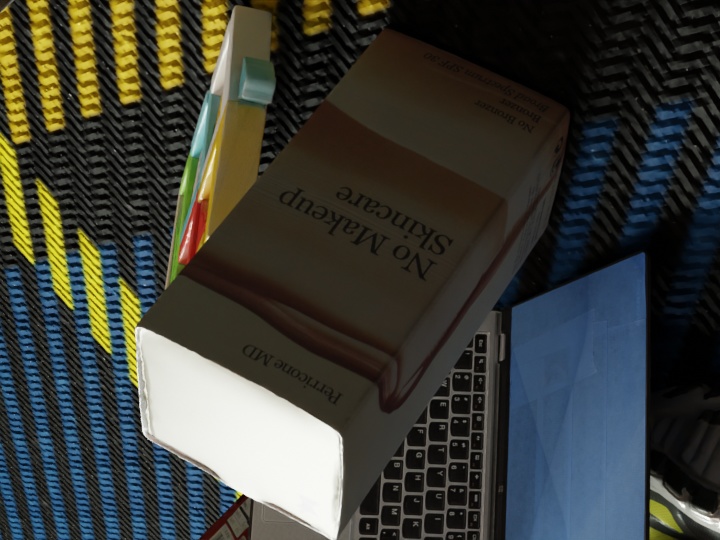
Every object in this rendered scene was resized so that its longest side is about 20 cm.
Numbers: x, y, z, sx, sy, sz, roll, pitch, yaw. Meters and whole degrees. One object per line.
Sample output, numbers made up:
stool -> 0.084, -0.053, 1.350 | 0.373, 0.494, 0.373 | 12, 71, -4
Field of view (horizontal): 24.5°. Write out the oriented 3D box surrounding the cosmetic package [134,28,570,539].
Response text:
cosmetic package -> 0.000, 0.000, 0.717 | 0.103, 0.200, 0.087 | 25, 146, 15

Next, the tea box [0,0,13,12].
tea box -> -0.241, -0.215, 0.751 | 0.199, 0.134, 0.197 | 3, 134, 42

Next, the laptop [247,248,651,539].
laptop -> 0.035, 0.094, 0.784 | 0.199, 0.188, 0.116 | 1, 162, 9

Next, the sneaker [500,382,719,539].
sneaker -> 0.162, 0.102, 0.818 | 0.199, 0.075, 0.085 | 15, 148, 46

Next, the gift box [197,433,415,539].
gift box -> 0.003, 0.205, 0.941 | 0.187, 0.200, 0.185 | 46, 178, -10

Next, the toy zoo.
toy zoo -> -0.072, -0.036, 0.816 | 0.020, 0.132, 0.200 | 10, 149, -11
